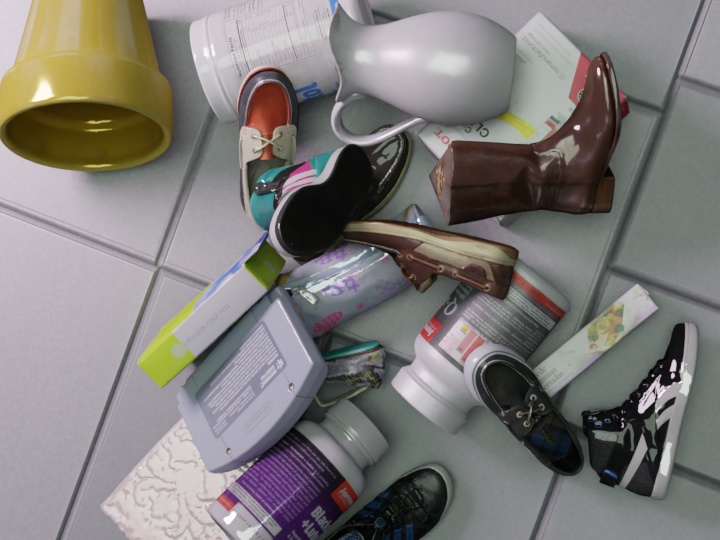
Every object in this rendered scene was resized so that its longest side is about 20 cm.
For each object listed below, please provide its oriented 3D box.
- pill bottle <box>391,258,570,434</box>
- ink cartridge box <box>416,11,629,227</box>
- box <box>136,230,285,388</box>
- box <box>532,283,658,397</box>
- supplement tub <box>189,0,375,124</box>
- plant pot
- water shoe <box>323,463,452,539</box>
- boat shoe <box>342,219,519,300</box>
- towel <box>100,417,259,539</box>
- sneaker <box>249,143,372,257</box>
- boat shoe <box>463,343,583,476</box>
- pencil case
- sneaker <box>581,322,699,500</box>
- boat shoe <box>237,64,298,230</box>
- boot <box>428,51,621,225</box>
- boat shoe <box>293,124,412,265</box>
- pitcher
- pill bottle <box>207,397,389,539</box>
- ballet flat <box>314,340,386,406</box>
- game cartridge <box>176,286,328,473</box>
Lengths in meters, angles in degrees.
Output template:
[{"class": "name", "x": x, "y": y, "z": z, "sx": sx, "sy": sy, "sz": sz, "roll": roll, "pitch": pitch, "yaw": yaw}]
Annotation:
[{"class": "pill bottle", "x": 0.133, "y": 0.079, "z": 1.651, "sx": 0.116, "sy": 0.116, "sz": 0.200, "roll": 40, "pitch": 94, "yaw": 10}, {"class": "ink cartridge box", "x": 0.185, "y": -0.168, "z": 1.673, "sx": 0.200, "sy": 0.083, "sz": 0.145, "roll": -44, "pitch": 80, "yaw": 6}, {"class": "box", "x": -0.162, "y": 0.039, "z": 1.689, "sx": 0.200, "sy": 0.122, "sz": 0.048, "roll": -42, "pitch": 98, "yaw": 16}, {"class": "box", "x": 0.250, "y": 0.092, "z": 1.667, "sx": 0.200, "sy": 0.041, "sz": 0.039, "roll": -40, "pitch": 80, "yaw": 7}, {"class": "supplement tub", "x": -0.083, "y": -0.258, "z": 1.704, "sx": 0.199, "sy": 0.132, "sz": 0.132, "roll": -17, "pitch": 84, "yaw": 10}, {"class": "plant pot", "x": -0.321, "y": -0.240, "z": 1.727, "sx": 0.200, "sy": 0.201, "sz": 0.190, "roll": -6, "pitch": 69, "yaw": 10}, {"class": "water shoe", "x": 0.024, "y": 0.299, "z": 1.677, "sx": 0.200, "sy": 0.079, "sz": 0.072, "roll": -41, "pitch": 81, "yaw": 6}, {"class": "boat shoe", "x": 0.070, "y": -0.011, "z": 1.601, "sx": 0.199, "sy": 0.072, "sz": 0.072, "roll": 12, "pitch": 96, "yaw": 13}, {"class": "towel", "x": -0.176, "y": 0.281, "z": 1.737, "sx": 0.200, "sy": 0.032, "sz": 0.191, "roll": 45, "pitch": 94, "yaw": 7}, {"class": "sneaker", "x": -0.077, "y": -0.066, "z": 1.615, "sx": 0.120, "sy": 0.200, "sz": 0.084, "roll": -19, "pitch": 109, "yaw": 35}, {"class": "boat shoe", "x": 0.186, "y": 0.154, "z": 1.609, "sx": 0.069, "sy": 0.057, "sz": 0.200, "roll": -44, "pitch": 124, "yaw": -3}, {"class": "pencil case", "x": 0.000, "y": 0.000, "z": 1.694, "sx": 0.199, "sy": 0.091, "sz": 0.083, "roll": -27, "pitch": 54, "yaw": 6}, {"class": "sneaker", "x": 0.306, "y": 0.147, "z": 1.637, "sx": 0.111, "sy": 0.073, "sz": 0.201, "roll": 12, "pitch": 90, "yaw": 9}, {"class": "boat shoe", "x": -0.108, "y": -0.139, "z": 1.681, "sx": 0.071, "sy": 0.063, "sz": 0.201, "roll": 3, "pitch": 130, "yaw": -7}, {"class": "boot", "x": 0.175, "y": -0.140, "z": 1.580, "sx": 0.199, "sy": 0.064, "sz": 0.187, "roll": -2, "pitch": 108, "yaw": -3}, {"class": "boat shoe", "x": -0.015, "y": -0.088, "z": 1.714, "sx": 0.072, "sy": 0.066, "sz": 0.201, "roll": 42, "pitch": 94, "yaw": 11}, {"class": "pitcher", "x": 0.065, "y": -0.203, "z": 1.608, "sx": 0.199, "sy": 0.121, "sz": 0.172, "roll": 6, "pitch": 132, "yaw": 4}, {"class": "pill bottle", "x": -0.065, "y": 0.241, "z": 1.658, "sx": 0.200, "sy": 0.111, "sz": 0.111, "roll": -43, "pitch": 80, "yaw": -12}, {"class": "ballet flat", "x": -0.066, "y": 0.128, "z": 1.712, "sx": 0.199, "sy": 0.072, "sz": 0.072, "roll": -7, "pitch": 85, "yaw": 11}, {"class": "game cartridge", "x": -0.122, "y": 0.132, "z": 1.653, "sx": 0.200, "sy": 0.040, "sz": 0.134, "roll": -46, "pitch": 53, "yaw": 26}]
